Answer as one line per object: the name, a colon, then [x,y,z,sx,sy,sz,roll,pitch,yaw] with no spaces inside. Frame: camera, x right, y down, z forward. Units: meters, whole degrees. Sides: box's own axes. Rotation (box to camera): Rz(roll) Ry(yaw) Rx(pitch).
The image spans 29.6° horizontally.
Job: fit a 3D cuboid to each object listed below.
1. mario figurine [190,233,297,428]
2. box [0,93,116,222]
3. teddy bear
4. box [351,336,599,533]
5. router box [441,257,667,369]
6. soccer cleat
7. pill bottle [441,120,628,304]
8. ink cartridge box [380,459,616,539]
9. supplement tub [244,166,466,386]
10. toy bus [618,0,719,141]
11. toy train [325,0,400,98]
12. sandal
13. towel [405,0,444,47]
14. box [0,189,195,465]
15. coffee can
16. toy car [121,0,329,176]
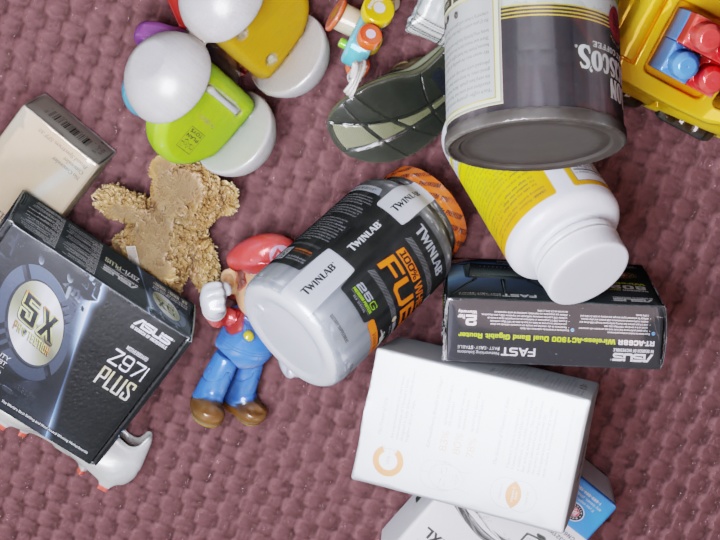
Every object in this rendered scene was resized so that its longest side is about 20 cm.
mario figurine: [-0.100,0.062,1.311,0.105,0.123,0.202,20,109,12]
box: [-0.335,-0.061,1.314,0.095,0.078,0.200,37,104,-7]
teddy bear: [-0.196,-0.028,1.328,0.144,0.067,0.202,17,111,9]
box: [0.107,0.147,1.250,0.198,0.097,0.126,13,97,13]
router box: [0.174,0.037,1.267,0.198,0.150,0.063,2,105,3]
soccer cleat: [-0.302,0.143,1.373,0.199,0.069,0.078,35,99,-12]
pill bottle: [0.157,-0.070,1.213,0.108,0.201,0.110,-18,145,-13]
ink cartridge box: [0.134,0.249,1.357,0.146,0.084,0.200,38,102,-6]
supplement tub: [0.000,0.000,1.245,0.200,0.122,0.123,-43,100,-26]
toy bus: [0.296,-0.185,1.175,0.199,0.192,0.137,23,102,-17]
toy train: [0.015,-0.259,1.206,0.055,0.150,0.201,27,108,-2]
sandal: [0.060,-0.168,1.276,0.200,0.057,0.080,-31,112,-7]
towel: [0.162,-0.271,1.222,0.191,0.035,0.201,20,103,-20]
box: [-0.279,0.055,1.267,0.199,0.086,0.164,35,105,-16]
coffee can: [0.138,-0.196,1.105,0.145,0.146,0.202,-2,79,4]
toy car: [-0.139,-0.197,1.234,0.150,0.175,0.201,33,89,34]
